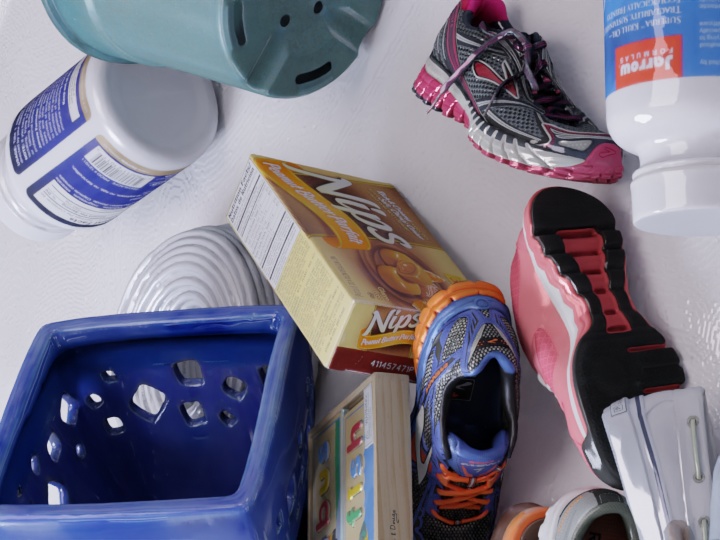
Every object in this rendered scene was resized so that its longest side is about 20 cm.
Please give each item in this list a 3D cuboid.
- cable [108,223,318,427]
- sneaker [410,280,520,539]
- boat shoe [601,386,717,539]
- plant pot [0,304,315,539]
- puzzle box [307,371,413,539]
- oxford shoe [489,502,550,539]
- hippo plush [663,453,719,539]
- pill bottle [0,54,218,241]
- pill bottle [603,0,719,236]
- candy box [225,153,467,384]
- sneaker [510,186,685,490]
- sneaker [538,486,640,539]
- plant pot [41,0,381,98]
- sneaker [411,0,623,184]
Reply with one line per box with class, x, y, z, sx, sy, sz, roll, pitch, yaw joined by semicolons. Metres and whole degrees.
cable;-0.109;0.063;1.869;0.200;0.069;0.200;-56;43;32
sneaker;0.061;0.110;1.582;0.079;0.075;0.201;-117;25;-61
boat shoe;0.194;0.162;1.429;0.066;0.074;0.201;-18;85;10
plant pot;-0.124;0.156;1.708;0.199;0.180;0.201;-5;39;16
puzzle box;-0.002;0.178;1.599;0.133;0.025;0.201;133;140;-61
oxford shoe;0.095;0.243;1.570;0.073;0.071;0.201;-172;95;-73
hippo plush;0.203;0.149;1.294;0.199;0.161;0.160;-19;72;23
pill bottle;-0.209;-0.100;1.997;0.200;0.115;0.116;-30;61;48
pill bottle;0.193;-0.126;1.446;0.112;0.112;0.201;-15;72;52
candy box;0.000;0.000;1.671;0.056;0.115;0.200;-66;32;20
sneaker;0.138;0.051;1.546;0.087;0.073;0.201;119;144;-53
sneaker;0.136;0.223;1.477;0.079;0.073;0.202;120;149;-77
plant pot;-0.099;-0.220;1.815;0.196;0.199;0.201;26;105;45
sneaker;0.099;-0.112;1.602;0.200;0.080;0.075;42;116;49
